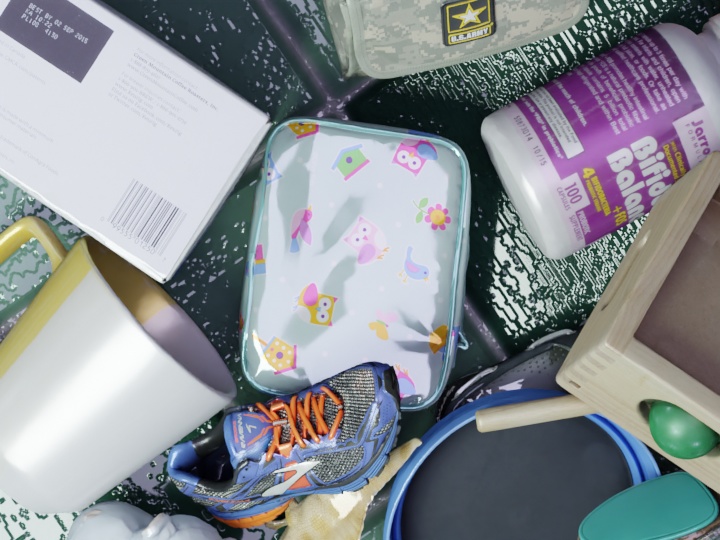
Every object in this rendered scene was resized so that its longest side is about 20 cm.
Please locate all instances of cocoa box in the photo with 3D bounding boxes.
[{"bbox_3d":[-0.174,-0.100,1.638,0.199,0.131,0.134,33,90,-2],"label":"cocoa box"}]

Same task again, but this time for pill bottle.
[{"bbox_3d":[0.192,-0.099,1.663,0.199,0.112,0.113,-28,92,-1],"label":"pill bottle"}]

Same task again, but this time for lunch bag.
[{"bbox_3d":[0.000,0.000,1.674,0.159,0.077,0.202,7,91,-4],"label":"lunch bag"},{"bbox_3d":[0.059,-0.196,1.613,0.163,0.200,0.119,-15,91,-3],"label":"lunch bag"}]

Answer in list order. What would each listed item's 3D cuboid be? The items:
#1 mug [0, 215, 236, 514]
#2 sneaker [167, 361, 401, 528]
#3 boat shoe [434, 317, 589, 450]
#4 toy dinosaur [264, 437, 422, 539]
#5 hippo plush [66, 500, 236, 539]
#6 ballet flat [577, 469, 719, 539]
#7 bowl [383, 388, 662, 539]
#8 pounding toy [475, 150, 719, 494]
[{"bbox_3d":[-0.193,0.073,1.655,0.153,0.187,0.149,-44,126,7],"label":"mug"},{"bbox_3d":[-0.050,0.115,1.606,0.199,0.078,0.076,-33,52,34],"label":"sneaker"},{"bbox_3d":[0.148,0.077,1.689,0.199,0.060,0.076,-26,92,-2],"label":"boat shoe"},{"bbox_3d":[-0.015,0.151,1.657,0.058,0.102,0.200,25,125,-37],"label":"toy dinosaur"},{"bbox_3d":[-0.158,0.235,1.608,0.199,0.159,0.162,16,90,35],"label":"hippo plush"},{"bbox_3d":[0.243,0.158,1.637,0.199,0.069,0.071,-30,130,-2],"label":"ballet flat"},{"bbox_3d":[0.111,0.173,1.668,0.199,0.039,0.202,-4,112,-10],"label":"bowl"},{"bbox_3d":[0.212,0.055,1.577,0.183,0.142,0.201,34,69,-3],"label":"pounding toy"}]
